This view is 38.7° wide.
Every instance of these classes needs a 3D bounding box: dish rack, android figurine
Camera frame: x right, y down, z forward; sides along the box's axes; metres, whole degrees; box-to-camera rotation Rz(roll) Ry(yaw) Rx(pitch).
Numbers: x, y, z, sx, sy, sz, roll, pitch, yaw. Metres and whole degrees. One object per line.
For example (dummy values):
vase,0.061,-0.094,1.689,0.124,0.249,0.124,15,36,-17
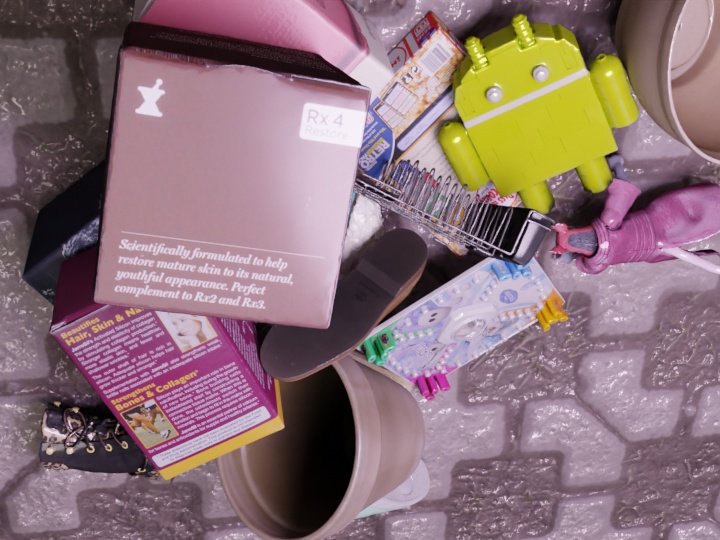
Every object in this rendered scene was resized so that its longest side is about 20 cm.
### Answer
dish rack,0.062,-0.063,0.931,0.197,0.153,0.055,24,89,-14
android figurine,0.160,-0.142,0.945,0.179,0.041,0.201,-20,126,16

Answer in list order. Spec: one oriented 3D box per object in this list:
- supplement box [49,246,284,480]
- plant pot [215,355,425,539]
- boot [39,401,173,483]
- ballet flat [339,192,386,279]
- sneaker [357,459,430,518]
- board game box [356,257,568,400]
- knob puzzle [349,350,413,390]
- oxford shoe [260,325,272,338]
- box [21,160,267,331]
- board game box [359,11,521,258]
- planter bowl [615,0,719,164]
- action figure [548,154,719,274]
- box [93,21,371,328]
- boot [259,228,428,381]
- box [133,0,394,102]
supplement box,-0.167,0.068,0.918,0.129,0.104,0.202,-22,125,5
plant pot,-0.026,0.171,1.068,0.172,0.201,0.201,7,129,-52
boot,-0.267,0.174,1.103,0.147,0.075,0.201,7,153,-9
ballet flat,0.000,0.000,1.060,0.070,0.072,0.202,7,130,-13
sneaker,-0.016,0.264,1.235,0.197,0.075,0.118,-1,160,-38
board game box,0.116,0.063,1.092,0.198,0.026,0.200,-32,151,11
knob puzzle,-0.061,0.172,1.188,0.215,0.031,0.223,-5,124,-7
oxford shoe,-0.122,0.070,1.090,0.199,0.076,0.058,-38,142,15
box,-0.182,-0.016,0.994,0.198,0.118,0.197,-34,122,15
board game box,0.085,-0.126,1.006,0.151,0.047,0.199,-42,120,17
planter bowl,0.314,-0.211,0.921,0.196,0.135,0.204,-9,114,-21
action figure,0.282,-0.028,1.051,0.196,0.150,0.136,-10,132,-20
box,-0.100,-0.077,0.742,0.162,0.200,0.168,7,106,-13
boot,-0.012,0.047,0.975,0.199,0.073,0.076,-38,157,-24
box,-0.083,-0.209,0.876,0.199,0.129,0.109,34,112,-27
